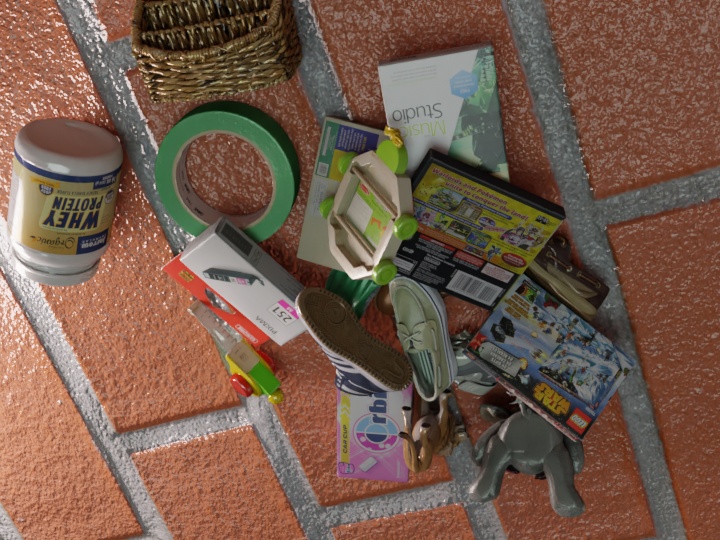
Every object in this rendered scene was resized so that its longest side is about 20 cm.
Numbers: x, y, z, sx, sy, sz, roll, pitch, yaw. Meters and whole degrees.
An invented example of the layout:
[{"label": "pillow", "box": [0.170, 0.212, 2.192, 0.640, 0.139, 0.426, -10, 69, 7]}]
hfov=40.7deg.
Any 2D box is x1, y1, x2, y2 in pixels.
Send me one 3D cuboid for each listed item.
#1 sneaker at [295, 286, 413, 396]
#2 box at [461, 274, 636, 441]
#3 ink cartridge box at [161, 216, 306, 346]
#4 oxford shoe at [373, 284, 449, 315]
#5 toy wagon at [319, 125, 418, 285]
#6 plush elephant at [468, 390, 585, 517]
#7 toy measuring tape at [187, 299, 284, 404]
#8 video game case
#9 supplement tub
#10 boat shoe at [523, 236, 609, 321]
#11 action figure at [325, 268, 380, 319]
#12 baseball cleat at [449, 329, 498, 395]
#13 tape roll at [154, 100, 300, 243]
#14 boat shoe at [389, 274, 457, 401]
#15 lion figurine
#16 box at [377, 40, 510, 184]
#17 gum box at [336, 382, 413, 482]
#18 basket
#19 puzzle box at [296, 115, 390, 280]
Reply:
[{"label": "sneaker", "box": [-0.028, 0.107, 1.361, 0.200, 0.070, 0.108, 41, 152, -13]}, {"label": "box", "box": [0.258, 0.119, 1.337, 0.199, 0.040, 0.137, 38, 78, 6]}, {"label": "ink cartridge box", "box": [-0.178, 0.034, 1.401, 0.200, 0.044, 0.173, 42, 131, -19]}, {"label": "oxford shoe", "box": [0.099, 0.015, 1.370, 0.199, 0.071, 0.072, -29, 111, 23]}, {"label": "toy wagon", "box": [0.019, -0.086, 1.224, 0.039, 0.155, 0.201, 0, 127, -38]}, {"label": "plush elephant", "box": [0.250, 0.248, 1.419, 0.163, 0.155, 0.203, -3, 83, 19]}, {"label": "toy measuring tape", "box": [-0.191, 0.130, 1.484, 0.200, 0.074, 0.074, 45, 116, 0]}, {"label": "video game case", "box": [0.133, -0.047, 1.256, 0.198, 0.026, 0.181, 22, 127, -16]}, {"label": "supplement tub", "box": [-0.414, -0.094, 1.353, 0.143, 0.145, 0.202, 17, 118, 0]}, {"label": "boat shoe", "box": [0.261, -0.017, 1.338, 0.200, 0.072, 0.072, 40, 86, -5]}, {"label": "action figure", "box": [0.000, 0.000, 1.370, 0.118, 0.055, 0.201, 34, 112, 23]}, {"label": "baseball cleat", "box": [0.214, 0.131, 1.422, 0.198, 0.070, 0.107, 1, 131, 14]}, {"label": "tape roll", "box": [-0.184, -0.132, 1.352, 0.198, 0.048, 0.202, 4, 118, 7]}, {"label": "boat shoe", "box": [0.087, 0.091, 1.352, 0.071, 0.062, 0.201, -7, 119, 32]}, {"label": "lion figurine", "box": [0.096, 0.246, 1.424, 0.072, 0.200, 0.124, 12, 112, 26]}, {"label": "box", "box": [0.107, -0.175, 1.221, 0.143, 0.036, 0.202, -9, 115, 7]}, {"label": "gum box", "box": [0.023, 0.222, 1.487, 0.112, 0.066, 0.202, 4, 117, 5]}, {"label": "basket", "box": [-0.186, -0.302, 1.211, 0.198, 0.143, 0.150, -6, 117, 11]}, {"label": "puzzle box", "box": [-0.004, -0.096, 1.311, 0.132, 0.025, 0.202, 17, 104, 16]}]
